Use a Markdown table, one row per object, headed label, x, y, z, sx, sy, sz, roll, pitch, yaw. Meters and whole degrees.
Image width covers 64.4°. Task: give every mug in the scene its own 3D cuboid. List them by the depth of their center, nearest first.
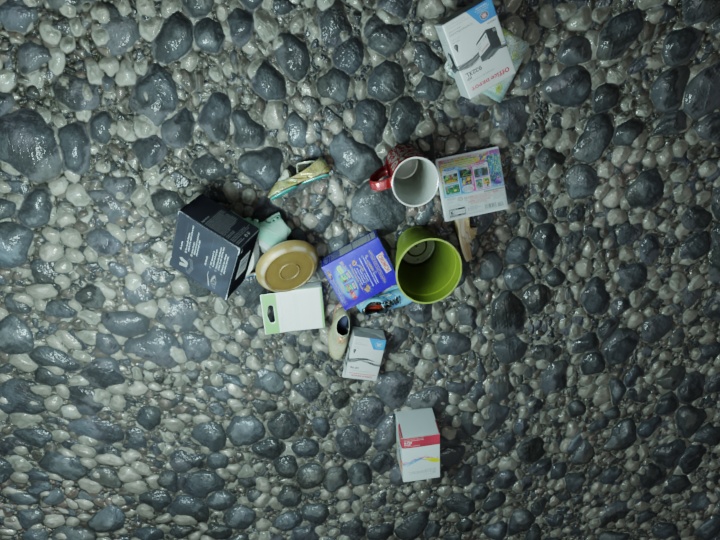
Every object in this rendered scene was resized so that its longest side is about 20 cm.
| label | x | y | z | sx | sy | sz | roll | pitch | yaw |
| --- | --- | --- | --- | --- | --- | --- | --- | --- | --- |
| mug | 0.116 | -0.282 | 1.592 | 0.173 | 0.201 | 0.136 | 14 | 113 | -13 |

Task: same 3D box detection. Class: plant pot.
| label | x | y | z | sx | sy | sz | roll | pitch | yaw |
| --- | --- | --- | --- | --- | --- | --- | --- | --- | --- |
| plant pot | -0.213 | -0.004 | 1.693 | 0.195 | 0.028 | 0.203 | -16 | 138 | -15 |
| plant pot | 0.185 | -0.037 | 1.717 | 0.194 | 0.194 | 0.206 | -3 | 115 | -6 |

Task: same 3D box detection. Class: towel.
| label | x | y | z | sx | sy | sz | roll | pitch | yaw |
| --- | --- | --- | --- | --- | --- | --- | --- | --- | --- |
| towel | 0.346 | -0.584 | 1.569 | 0.196 | 0.048 | 0.174 | 22 | 111 | -17 |

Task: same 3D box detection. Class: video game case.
| label | x | y | z | sx | sy | sz | roll | pitch | yaw |
| --- | --- | --- | --- | --- | --- | --- | --- | --- | --- |
| video game case | 0.330 | -0.257 | 1.698 | 0.194 | 0.024 | 0.188 | -12 | 95 | -2 |

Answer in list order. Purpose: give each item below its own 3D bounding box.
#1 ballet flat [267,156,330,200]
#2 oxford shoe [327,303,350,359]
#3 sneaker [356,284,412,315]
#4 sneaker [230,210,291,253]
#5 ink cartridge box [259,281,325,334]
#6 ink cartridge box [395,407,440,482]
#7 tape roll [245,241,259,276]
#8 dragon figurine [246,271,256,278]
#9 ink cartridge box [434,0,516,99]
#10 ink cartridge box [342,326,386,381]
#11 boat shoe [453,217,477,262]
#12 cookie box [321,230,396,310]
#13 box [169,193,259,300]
| label | x | y | z | sx | sy | sz | roll | pitch | yaw |
| --- | --- | --- | --- | --- | --- | --- | --- | --- | --- |
| ballet flat | -0.184 | -0.269 | 1.640 | 0.195 | 0.071 | 0.072 | -23 | 116 | 4 |
| oxford shoe | -0.071 | 0.211 | 1.863 | 0.068 | 0.074 | 0.206 | 2 | 114 | -8 |
| sneaker | 0.086 | 0.108 | 1.828 | 0.194 | 0.090 | 0.080 | -14 | 116 | -2 |
| sneaker | -0.299 | -0.138 | 1.689 | 0.198 | 0.074 | 0.119 | 36 | 70 | -1 |
| ink cartridge box | -0.213 | 0.120 | 1.817 | 0.194 | 0.048 | 0.150 | -6 | 115 | -4 |
| ink cartridge box | 0.205 | 0.625 | 2.049 | 0.140 | 0.146 | 0.206 | -6 | 115 | -4 |
| tape roll | -0.388 | -0.069 | 1.666 | 0.197 | 0.037 | 0.208 | 12 | 125 | 18 |
| dragon figurine | -0.261 | 0.002 | 1.750 | 0.198 | 0.059 | 0.100 | -36 | 114 | 8 |
| ink cartridge box | 0.301 | -0.579 | 1.494 | 0.142 | 0.084 | 0.203 | -27 | 114 | 4 |
| ink cartridge box | 0.010 | 0.297 | 1.917 | 0.112 | 0.068 | 0.205 | 8 | 114 | -10 |
| boat shoe | 0.327 | -0.124 | 1.762 | 0.067 | 0.074 | 0.204 | -15 | 115 | 6 |
| cookie box | 0.000 | 0.000 | 1.775 | 0.196 | 0.076 | 0.174 | -26 | 115 | 5 |
| box | -0.405 | -0.065 | 1.579 | 0.197 | 0.118 | 0.199 | 30 | 129 | 3 |
